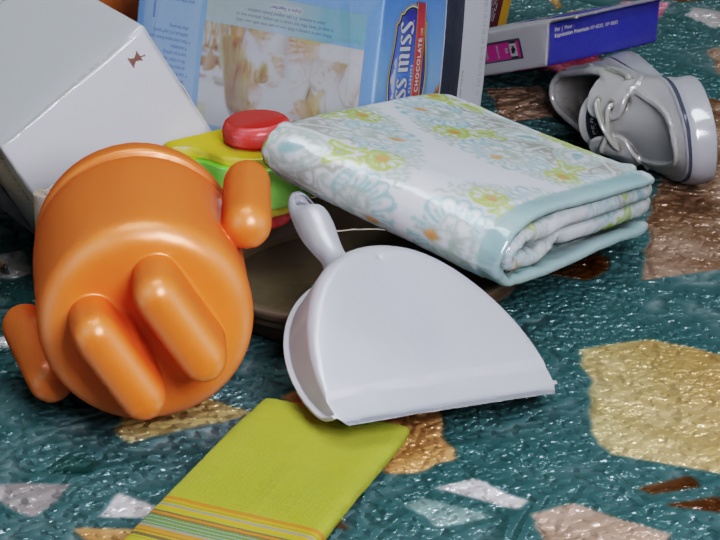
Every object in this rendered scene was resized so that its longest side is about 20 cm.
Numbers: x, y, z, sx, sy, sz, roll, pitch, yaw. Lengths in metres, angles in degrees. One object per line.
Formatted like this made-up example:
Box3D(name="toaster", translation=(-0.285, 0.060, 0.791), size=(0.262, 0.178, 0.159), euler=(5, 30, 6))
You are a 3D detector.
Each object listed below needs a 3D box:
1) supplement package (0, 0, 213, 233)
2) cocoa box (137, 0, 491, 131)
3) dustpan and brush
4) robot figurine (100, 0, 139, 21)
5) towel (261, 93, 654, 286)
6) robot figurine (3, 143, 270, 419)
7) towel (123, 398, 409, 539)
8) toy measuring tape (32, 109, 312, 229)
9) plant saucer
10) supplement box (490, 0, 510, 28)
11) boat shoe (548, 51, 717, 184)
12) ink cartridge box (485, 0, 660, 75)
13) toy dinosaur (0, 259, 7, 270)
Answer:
Box3D(name="supplement package", translation=(-0.193, -0.100, 1.672), size=(0.117, 0.117, 0.200), euler=(-41, 35, -13))
Box3D(name="cocoa box", translation=(-0.035, -0.137, 1.746), size=(0.199, 0.134, 0.131), euler=(14, 13, 33))
Box3D(name="dustpan and brush", translation=(0.005, 0.015, 1.465), size=(0.139, 0.057, 0.200), euler=(-7, 52, -26))
Box3D(name="robot figurine", translation=(-0.186, -0.209, 1.908), size=(0.116, 0.200, 0.144), euler=(26, 65, -10))
Box3D(name="towel", translation=(0.063, -0.051, 1.579), size=(0.171, 0.048, 0.200), euler=(23, 20, 28))
Box3D(name="robot figurine", translation=(-0.121, 0.003, 1.448), size=(0.116, 0.144, 0.200), euler=(15, 22, -14))
Box3D(name="towel", translation=(-0.048, 0.116, 1.327), size=(0.086, 0.018, 0.200), euler=(12, 25, 17))
Box3D(name="toy measuring tape", translation=(-0.093, -0.051, 1.587), size=(0.199, 0.074, 0.074), euler=(-15, 26, -29))
Box3D(name="plant saucer", translation=(0.000, 0.000, 1.580), size=(0.199, 0.030, 0.200), euler=(-1, 23, 0))
Box3D(name="supplement box", translation=(0.002, -0.268, 1.955), size=(0.196, 0.133, 0.200), euler=(7, -19, 20))
Box3D(name="boat shoe", translation=(0.176, -0.101, 1.752), size=(0.065, 0.072, 0.200), euler=(-9, 23, -12))
Box3D(name="ink cartridge box", translation=(0.135, -0.162, 1.864), size=(0.094, 0.037, 0.200), euler=(-14, 4, -28))
Box3D(name="toy dinosaur", translation=(-0.248, -0.047, 1.615), size=(0.058, 0.102, 0.200), euler=(-8, 24, -13))
